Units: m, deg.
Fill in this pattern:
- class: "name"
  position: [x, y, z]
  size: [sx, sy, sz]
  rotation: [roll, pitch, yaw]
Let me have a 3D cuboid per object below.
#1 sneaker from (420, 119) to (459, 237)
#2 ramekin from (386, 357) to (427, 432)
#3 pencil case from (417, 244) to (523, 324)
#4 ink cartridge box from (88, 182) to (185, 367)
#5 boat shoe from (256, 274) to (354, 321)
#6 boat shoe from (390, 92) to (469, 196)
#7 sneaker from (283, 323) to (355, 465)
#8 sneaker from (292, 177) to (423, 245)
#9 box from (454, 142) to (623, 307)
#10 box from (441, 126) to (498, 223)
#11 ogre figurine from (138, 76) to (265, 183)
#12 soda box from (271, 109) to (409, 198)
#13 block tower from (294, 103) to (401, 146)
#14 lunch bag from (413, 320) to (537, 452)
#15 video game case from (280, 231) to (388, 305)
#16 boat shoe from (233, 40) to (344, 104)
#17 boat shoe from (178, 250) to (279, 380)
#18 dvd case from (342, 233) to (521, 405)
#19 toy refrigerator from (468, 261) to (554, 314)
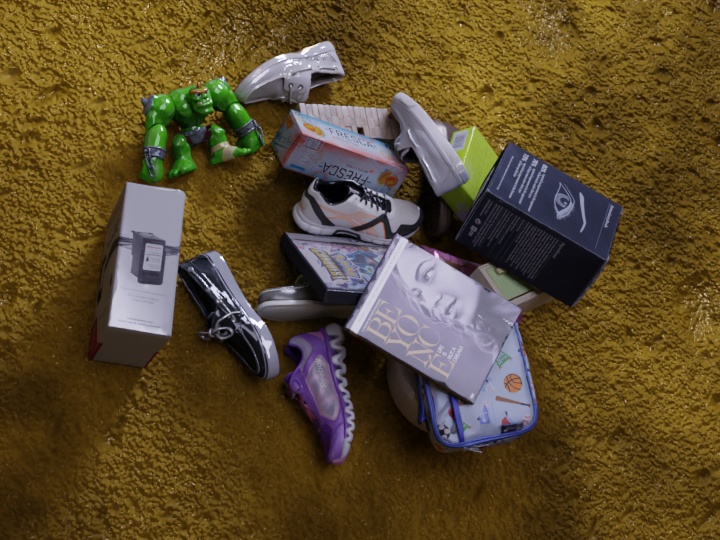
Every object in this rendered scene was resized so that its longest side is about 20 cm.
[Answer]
- class: "sneaker"
  position: [0.141, -0.143, 1.827]
  size: [0.075, 0.070, 0.201]
  rotation: [11, 66, -23]
- class: "ramekin"
  position: [0.130, 0.147, 1.688]
  size: [0.201, 0.094, 0.204]
  rotation: [10, 66, -22]
- class: "pencil case"
  position: [0.160, 0.026, 1.761]
  size: [0.199, 0.086, 0.083]
  rotation: [19, 93, -18]
- class: "ink cartridge box"
  position: [-0.290, 0.006, 1.509]
  size: [0.083, 0.145, 0.201]
  rotation: [10, 66, -19]
- class: "boat shoe"
  position: [-0.061, 0.034, 1.655]
  size: [0.200, 0.072, 0.061]
  rotation: [-1, 72, -33]
- class: "boat shoe"
  position: [0.088, -0.186, 1.740]
  size: [0.068, 0.072, 0.200]
  rotation: [-33, 61, -1]
- class: "sneaker"
  position: [-0.061, 0.171, 1.600]
  size: [0.088, 0.081, 0.202]
  rotation: [0, 65, -19]
- class: "sneaker"
  position: [0.004, -0.090, 1.709]
  size: [0.198, 0.080, 0.074]
  rotation: [2, 51, -21]
- class: "box"
  position: [0.258, -0.067, 1.670]
  size: [0.199, 0.105, 0.148]
  rotation: [31, 40, 1]
- class: "box"
  position: [0.199, -0.112, 1.815]
  size: [0.200, 0.047, 0.122]
  rotation: [47, 47, -33]
- class: "ogre figurine"
  position: [-0.236, -0.204, 1.657]
  size: [0.199, 0.098, 0.121]
  rotation: [-20, 97, -16]
- class: "soda box"
  position: [-0.029, -0.168, 1.721]
  size: [0.199, 0.064, 0.069]
  rotation: [16, 32, -34]
- class: "block tower"
  position: [-0.018, -0.216, 1.789]
  size: [0.199, 0.054, 0.058]
  rotation: [-2, 70, -27]
- class: "lunch bag"
  position: [0.148, 0.149, 1.581]
  size: [0.159, 0.076, 0.202]
  rotation: [-8, 75, -9]
- class: "video game case"
  position: [0.000, 0.000, 1.647]
  size: [0.179, 0.200, 0.026]
  rotation: [5, 112, -25]
- class: "boat shoe"
  position: [-0.102, -0.287, 1.766]
  size: [0.199, 0.071, 0.070]
  rotation: [-30, 82, -33]
- class: "boat shoe"
  position: [-0.182, 0.067, 1.578]
  size: [0.068, 0.074, 0.200]
  rotation: [-23, 81, -36]
- class: "dvd case"
  position: [0.097, 0.064, 1.546]
  size: [0.199, 0.016, 0.149]
  rotation: [30, 74, -2]
- class: "toy refrigerator"
  position: [0.244, 0.013, 1.718]
  size: [0.199, 0.070, 0.076]
  rotation: [-20, 69, -39]
